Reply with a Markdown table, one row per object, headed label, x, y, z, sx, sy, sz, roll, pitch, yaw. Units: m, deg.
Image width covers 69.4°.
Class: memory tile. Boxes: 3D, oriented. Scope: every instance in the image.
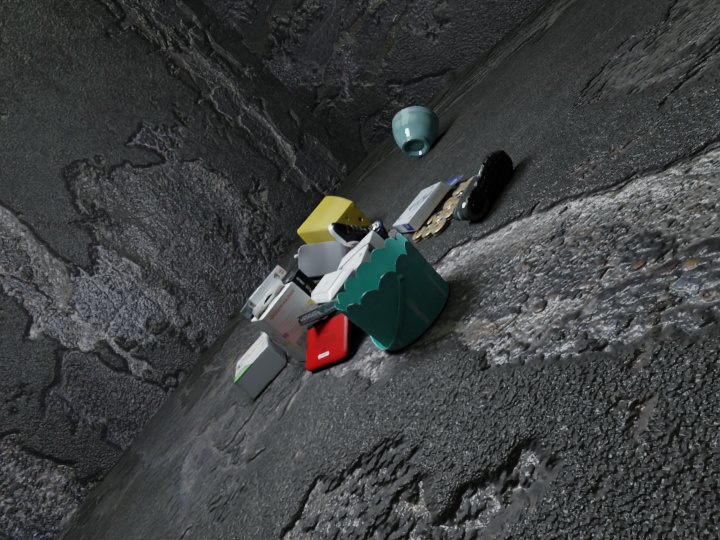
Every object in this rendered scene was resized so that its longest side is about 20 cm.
| label | x | y | z | sx | sy | sz | roll | pitch | yaw |
| --- | --- | --- | --- | --- | --- | --- | --- | --- | --- |
| memory tile | 0.219 | -0.158 | 1.351 | 0.200 | 0.017 | 0.153 | -52 | 14 | -18 |

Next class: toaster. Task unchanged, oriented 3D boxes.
| label | x | y | z | sx | sy | sz | roll | pitch | yaw |
| --- | --- | --- | --- | --- | --- | --- | --- | --- | --- |
| toaster | -0.108 | -0.031 | 1.655 | 0.198 | 0.120 | 0.181 | -8 | 4 | -4 |

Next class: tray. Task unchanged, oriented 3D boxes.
| label | x | y | z | sx | sy | sz | roll | pitch | yaw |
| --- | --- | --- | --- | --- | --- | --- | --- | --- | --- |
| tray | -0.084 | 0.038 | 1.371 | 0.108 | 0.022 | 0.200 | -55 | 13 | -16 |

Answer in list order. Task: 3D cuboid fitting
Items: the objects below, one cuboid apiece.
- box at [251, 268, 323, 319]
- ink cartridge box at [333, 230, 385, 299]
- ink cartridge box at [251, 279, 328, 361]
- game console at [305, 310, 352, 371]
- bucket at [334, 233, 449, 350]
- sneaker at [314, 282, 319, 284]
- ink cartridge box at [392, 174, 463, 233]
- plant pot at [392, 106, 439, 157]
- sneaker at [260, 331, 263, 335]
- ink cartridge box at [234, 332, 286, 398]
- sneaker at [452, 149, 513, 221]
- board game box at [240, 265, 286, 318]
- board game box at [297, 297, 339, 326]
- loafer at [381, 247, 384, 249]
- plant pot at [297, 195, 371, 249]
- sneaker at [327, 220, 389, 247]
| label | x | y | z | sx | sy | sz | roll | pitch | yaw |
| --- | --- | --- | --- | --- | --- | --- | --- | --- | --- |
| box | -0.199 | 0.121 | 1.551 | 0.200 | 0.164 | 0.086 | -38 | 15 | 32 |
| ink cartridge box | 0.000 | 0.000 | 1.439 | 0.144 | 0.084 | 0.200 | -41 | 14 | 29 |
| ink cartridge box | -0.185 | 0.131 | 1.393 | 0.129 | 0.200 | 0.125 | -52 | 14 | -23 |
| game console | -0.037 | 0.152 | 1.264 | 0.200 | 0.118 | 0.174 | -31 | 51 | 51 |
| bucket | 0.062 | 0.045 | 1.002 | 0.207 | 0.135 | 0.207 | -44 | 12 | 12 |
| sneaker | -0.141 | 0.076 | 1.702 | 0.200 | 0.079 | 0.075 | -176 | 91 | -69 |
| ink cartridge box | 0.184 | -0.194 | 1.468 | 0.200 | 0.041 | 0.200 | -50 | 8 | -5 |
| plant pot | 0.229 | -0.559 | 2.166 | 0.200 | 0.199 | 0.135 | -32 | 47 | 49 |
| sneaker | -0.256 | 0.177 | 1.748 | 0.200 | 0.082 | 0.075 | -45 | 13 | 8 |
| ink cartridge box | -0.306 | 0.283 | 1.594 | 0.145 | 0.084 | 0.200 | -48 | 13 | -3 |
| sneaker | 0.268 | -0.190 | 1.163 | 0.200 | 0.075 | 0.079 | -52 | 12 | -20 |
| board game box | -0.280 | 0.065 | 1.485 | 0.127 | 0.035 | 0.200 | -53 | 7 | -24 |
| board game box | -0.042 | 0.078 | 1.268 | 0.199 | 0.028 | 0.135 | -27 | -5 | 29 |
| loafer | 0.076 | -0.030 | 1.288 | 0.073 | 0.071 | 0.200 | -28 | 18 | 0 |
| plant pot | -0.070 | -0.147 | 1.900 | 0.176 | 0.200 | 0.200 | -2 | 45 | 55 |
| sneaker | 0.007 | -0.118 | 1.529 | 0.112 | 0.199 | 0.073 | -43 | 44 | 23 |
